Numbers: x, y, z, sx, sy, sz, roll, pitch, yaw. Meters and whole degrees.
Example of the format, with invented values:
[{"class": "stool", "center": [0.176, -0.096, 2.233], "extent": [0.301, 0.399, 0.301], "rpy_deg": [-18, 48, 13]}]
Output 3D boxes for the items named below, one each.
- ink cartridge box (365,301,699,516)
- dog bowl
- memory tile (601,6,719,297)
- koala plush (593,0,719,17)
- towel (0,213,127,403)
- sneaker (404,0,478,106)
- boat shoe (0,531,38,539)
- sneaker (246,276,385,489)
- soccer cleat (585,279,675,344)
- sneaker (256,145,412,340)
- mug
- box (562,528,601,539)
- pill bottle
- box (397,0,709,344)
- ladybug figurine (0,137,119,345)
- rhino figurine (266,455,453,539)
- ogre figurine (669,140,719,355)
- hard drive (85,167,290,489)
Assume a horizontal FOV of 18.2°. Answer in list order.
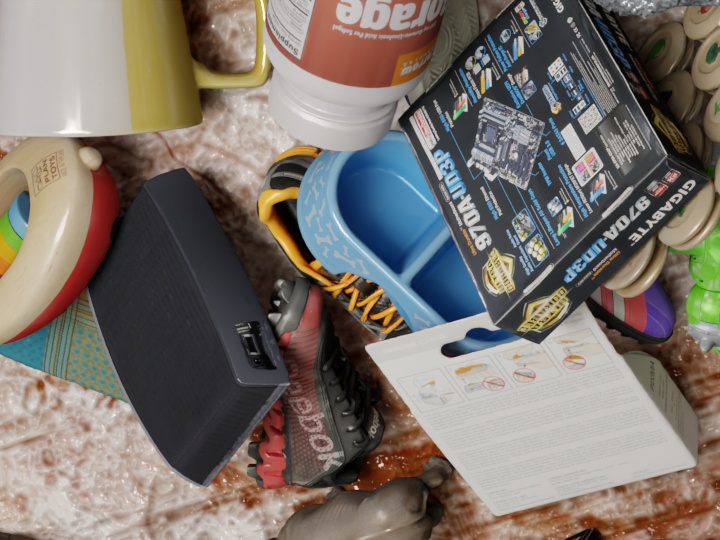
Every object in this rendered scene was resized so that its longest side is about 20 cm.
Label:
[{"class": "ink cartridge box", "center": [0.119, 0.080, 1.534], "extent": [0.160, 0.047, 0.200], "rpy_deg": [-17, 132, 25]}, {"class": "dog bowl", "center": [0.049, -0.016, 1.542], "extent": [0.200, 0.111, 0.050], "rpy_deg": [44, 160, -2]}, {"class": "memory tile", "center": [0.198, -0.089, 1.428], "extent": [0.017, 0.200, 0.153], "rpy_deg": [28, 128, -26]}, {"class": "koala plush", "center": [0.198, -0.271, 1.383], "extent": [0.184, 0.177, 0.200], "rpy_deg": [-7, 108, 33]}, {"class": "towel", "center": [-0.200, 0.021, 1.705], "extent": [0.200, 0.022, 0.147], "rpy_deg": [20, 112, 13]}, {"class": "sneaker", "center": [0.020, -0.201, 1.531], "extent": [0.084, 0.075, 0.200], "rpy_deg": [7, 115, 40]}, {"class": "boat shoe", "center": [-0.221, 0.264, 1.770], "extent": [0.200, 0.072, 0.076], "rpy_deg": [15, 126, 24]}, {"class": "sneaker", "center": [-0.028, 0.085, 1.612], "extent": [0.098, 0.071, 0.201], "rpy_deg": [10, 133, 7]}, {"class": "soccer cleat", "center": [0.152, -0.037, 1.526], "extent": [0.200, 0.068, 0.073], "rpy_deg": [49, 120, 5]}, {"class": "sneaker", "center": [0.000, 0.000, 1.591], "extent": [0.200, 0.077, 0.078], "rpy_deg": [42, 114, 3]}, {"class": "mug", "center": [-0.174, -0.177, 1.589], "extent": [0.149, 0.186, 0.153], "rpy_deg": [7, 102, 53]}, {"class": "box", "center": [0.133, 0.313, 1.654], "extent": [0.200, 0.048, 0.193], "rpy_deg": [-28, 93, 26]}, {"class": "pill bottle", "center": [0.001, -0.177, 1.426], "extent": [0.112, 0.112, 0.200], "rpy_deg": [26, 133, 12]}, {"class": "box", "center": [0.118, -0.079, 1.437], "extent": [0.159, 0.046, 0.200], "rpy_deg": [-46, 44, 24]}, {"class": "ladybug figurine", "center": [-0.235, -0.020, 1.635], "extent": [0.200, 0.072, 0.136], "rpy_deg": [-43, 45, 36]}, {"class": "rhino figurine", "center": [-0.026, 0.198, 1.655], "extent": [0.200, 0.087, 0.060], "rpy_deg": [-22, 97, 25]}, {"class": "ogre figurine", "center": [0.242, -0.027, 1.465], "extent": [0.098, 0.120, 0.200], "rpy_deg": [27, 114, 11]}, {"class": "hard drive", "center": [-0.129, 0.039, 1.590], "extent": [0.135, 0.042, 0.200], "rpy_deg": [-51, 52, 33]}]
